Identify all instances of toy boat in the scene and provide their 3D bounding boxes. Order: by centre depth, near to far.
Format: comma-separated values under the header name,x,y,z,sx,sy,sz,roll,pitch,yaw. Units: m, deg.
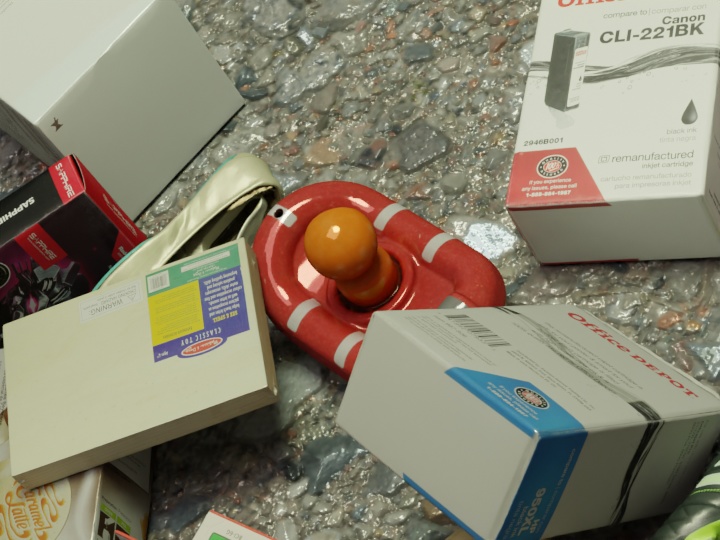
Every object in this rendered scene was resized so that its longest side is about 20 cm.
name,x,y,z,sx,sy,sz,roll,pitch,yaw
toy boat,0.000,0.000,1.249,0.200,0.131,0.131,32,77,38

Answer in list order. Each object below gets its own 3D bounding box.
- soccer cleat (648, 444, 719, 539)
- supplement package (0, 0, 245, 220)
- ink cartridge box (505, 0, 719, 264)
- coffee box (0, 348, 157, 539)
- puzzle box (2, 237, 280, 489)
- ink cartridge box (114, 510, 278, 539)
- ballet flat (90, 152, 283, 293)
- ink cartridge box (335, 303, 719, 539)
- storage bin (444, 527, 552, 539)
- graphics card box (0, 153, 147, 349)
name,x,y,z,sx,sy,sz,roll,pitch,yaw
soccer cleat,0.242,0.136,1.091,0.200,0.068,0.081,-38,33,-2
supplement package,-0.235,-0.171,1.466,0.152,0.151,0.200,-47,51,-9
ink cartridge box,0.196,-0.112,1.256,0.144,0.084,0.201,-3,58,26
coffee box,-0.217,0.153,1.289,0.114,0.080,0.201,-10,55,20
puzzle box,-0.159,0.066,1.252,0.199,0.025,0.133,-19,53,11
ink cartridge box,-0.042,0.184,0.983,0.109,0.200,0.050,18,69,34
ballet flat,-0.136,-0.009,1.369,0.200,0.070,0.069,-48,51,-9
ink cartridge box,0.109,0.090,1.089,0.144,0.200,0.084,36,115,38
storage bin,0.075,0.272,1.057,0.200,0.094,0.199,-37,51,-1
graphics card box,-0.272,0.009,1.383,0.200,0.126,0.051,-32,51,3
